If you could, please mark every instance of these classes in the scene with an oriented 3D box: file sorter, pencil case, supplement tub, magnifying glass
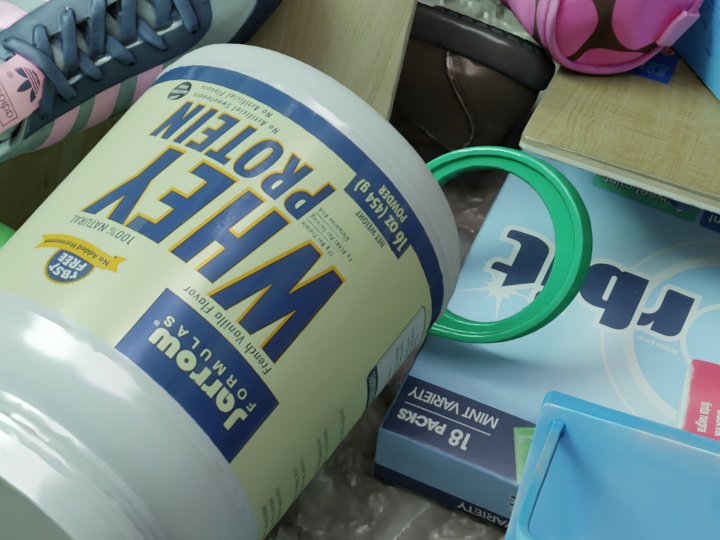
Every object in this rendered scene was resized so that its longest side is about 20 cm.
[{"bbox_3d":[0.096,0.170,0.839,0.138,0.201,0.123,17,21,8],"label":"file sorter"},{"bbox_3d":[0.085,-0.163,1.127,0.091,0.094,0.200,-46,38,13],"label":"pencil case"},{"bbox_3d":[-0.071,0.029,0.920,0.145,0.145,0.200,31,62,16],"label":"supplement tub"},{"bbox_3d":[0.000,0.000,1.024,0.199,0.022,0.080,-11,87,20],"label":"magnifying glass"}]

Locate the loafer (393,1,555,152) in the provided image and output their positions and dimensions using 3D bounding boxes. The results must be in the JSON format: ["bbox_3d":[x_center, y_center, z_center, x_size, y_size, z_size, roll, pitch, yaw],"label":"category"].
[{"bbox_3d":[-0.014,-0.099,1.111,0.199,0.073,0.071,22,96,23],"label":"loafer"}]

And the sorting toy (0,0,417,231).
[{"bbox_3d":[-0.080,-0.100,1.048,0.198,0.201,0.070,15,29,2],"label":"sorting toy"}]

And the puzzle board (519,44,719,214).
[{"bbox_3d":[0.157,-0.062,1.080,0.150,0.017,0.200,18,24,7],"label":"puzzle board"}]

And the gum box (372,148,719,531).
[{"bbox_3d":[0.122,0.032,1.051,0.169,0.045,0.200,22,58,11],"label":"gum box"}]

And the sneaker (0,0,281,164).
[{"bbox_3d":[-0.116,-0.082,0.970,0.199,0.070,0.082,-28,15,12],"label":"sneaker"}]

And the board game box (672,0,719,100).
[{"bbox_3d":[0.161,-0.186,1.082,0.040,0.201,0.153,-9,29,-10],"label":"board game box"}]

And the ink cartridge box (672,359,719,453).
[{"bbox_3d":[0.199,0.135,0.915,0.199,0.145,0.084,15,20,6],"label":"ink cartridge box"}]

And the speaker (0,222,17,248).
[{"bbox_3d":[-0.185,0.074,0.975,0.088,0.089,0.201,13,55,5],"label":"speaker"}]
